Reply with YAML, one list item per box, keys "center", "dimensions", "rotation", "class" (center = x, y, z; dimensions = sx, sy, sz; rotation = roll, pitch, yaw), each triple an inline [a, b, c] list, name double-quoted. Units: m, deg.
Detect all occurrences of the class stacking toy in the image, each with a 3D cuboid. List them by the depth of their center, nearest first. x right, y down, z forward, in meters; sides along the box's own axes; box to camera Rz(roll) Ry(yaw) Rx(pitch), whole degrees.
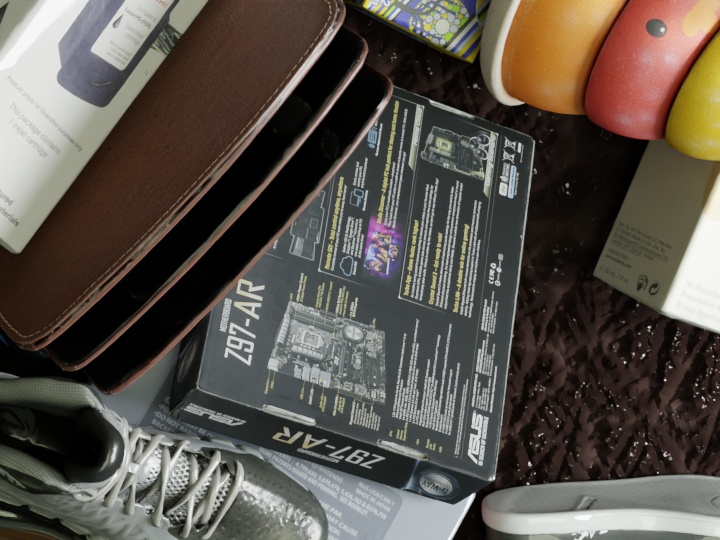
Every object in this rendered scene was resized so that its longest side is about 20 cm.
- center: [0.173, -0.105, 1.019]
  dimensions: [0.200, 0.146, 0.146]
  rotation: [34, 93, 20]
  class: "stacking toy"

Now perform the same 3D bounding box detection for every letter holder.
- center: [-0.077, -0.040, 0.928]
  dimensions: [0.200, 0.142, 0.101]
  rotation: [-47, 130, -2]
  class: "letter holder"

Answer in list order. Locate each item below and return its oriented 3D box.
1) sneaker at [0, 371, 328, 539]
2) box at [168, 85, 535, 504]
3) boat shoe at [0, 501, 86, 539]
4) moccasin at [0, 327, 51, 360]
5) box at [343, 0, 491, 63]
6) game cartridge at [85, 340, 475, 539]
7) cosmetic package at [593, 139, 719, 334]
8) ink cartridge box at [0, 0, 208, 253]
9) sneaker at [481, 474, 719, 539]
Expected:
- center: [-0.101, 0.098, 0.942]
  dimensions: [0.200, 0.115, 0.075]
  rotation: [19, 78, -11]
  class: "sneaker"
- center: [0.000, 0.000, 1.034]
  dimensions: [0.160, 0.044, 0.200]
  rotation: [18, 61, -18]
  class: "box"
- center: [-0.227, 0.144, 1.052]
  dimensions: [0.200, 0.068, 0.072]
  rotation: [8, 102, -15]
  class: "boat shoe"
- center: [-0.117, -0.041, 1.035]
  dimensions: [0.080, 0.068, 0.200]
  rotation: [20, 97, -24]
  class: "moccasin"
- center: [0.066, -0.212, 1.050]
  dimensions: [0.070, 0.064, 0.200]
  rotation: [25, 94, -18]
  class: "box"
- center: [-0.049, 0.102, 1.033]
  dimensions: [0.200, 0.040, 0.133]
  rotation: [33, 79, -8]
  class: "game cartridge"
- center: [0.218, -0.065, 1.109]
  dimensions: [0.105, 0.071, 0.200]
  rotation: [17, 98, -31]
  class: "cosmetic package"
- center: [-0.155, -0.130, 0.909]
  dimensions: [0.200, 0.145, 0.084]
  rotation: [-54, 143, -10]
  class: "ink cartridge box"
- center: [0.164, 0.173, 1.161]
  dimensions: [0.200, 0.071, 0.099]
  rotation: [0, 104, -9]
  class: "sneaker"
